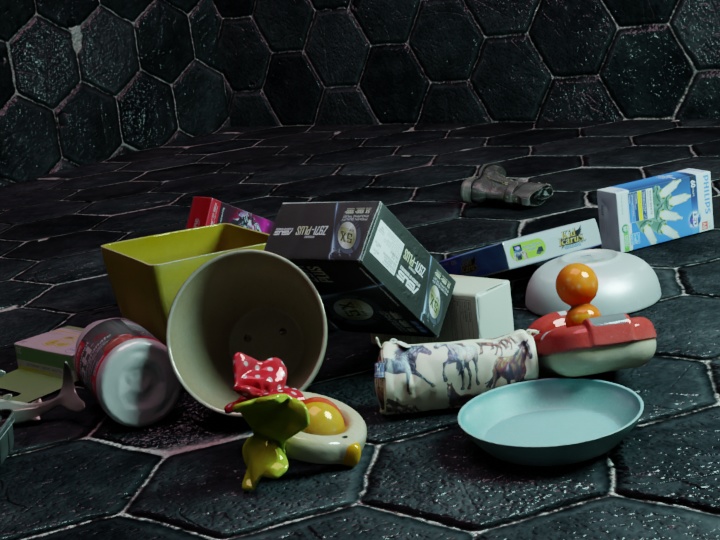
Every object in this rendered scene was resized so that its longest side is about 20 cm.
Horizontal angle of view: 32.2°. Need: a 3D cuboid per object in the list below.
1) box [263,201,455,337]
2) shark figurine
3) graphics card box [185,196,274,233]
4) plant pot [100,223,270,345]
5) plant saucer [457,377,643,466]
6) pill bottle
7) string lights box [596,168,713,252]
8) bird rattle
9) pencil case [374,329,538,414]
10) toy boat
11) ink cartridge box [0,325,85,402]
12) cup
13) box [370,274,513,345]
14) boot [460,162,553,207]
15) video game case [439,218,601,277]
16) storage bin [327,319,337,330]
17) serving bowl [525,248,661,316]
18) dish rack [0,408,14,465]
[{"bbox_3d":[0.000,0.000,1.593,0.162,0.200,0.087,2,62,37],"label":"box"},{"bbox_3d":[-0.460,0.184,1.583,0.212,0.129,0.090,8,36,-13],"label":"shark figurine"},{"bbox_3d":[-0.192,-0.029,1.976,0.050,0.127,0.199,5,-11,42],"label":"graphics card box"},{"bbox_3d":[-0.226,0.047,1.727,0.198,0.179,0.199,-12,15,-30],"label":"plant pot"},{"bbox_3d":[0.204,0.165,1.337,0.197,0.036,0.200,-7,13,2],"label":"plant saucer"},{"bbox_3d":[-0.308,0.123,1.615,0.110,0.112,0.200,-13,15,-23],"label":"pill bottle"},{"bbox_3d":[0.498,-0.103,2.108,0.198,0.104,0.059,-14,15,-23],"label":"string lights box"},{"bbox_3d":[-0.074,0.172,1.385,0.161,0.114,0.200,13,10,-6],"label":"bird rattle"},{"bbox_3d":[0.114,0.116,1.469,0.197,0.091,0.078,-6,13,2],"label":"pencil case"},{"bbox_3d":[0.264,0.057,1.487,0.129,0.133,0.200,-8,-5,-9],"label":"toy boat"},{"bbox_3d":[-0.452,0.133,1.789,0.144,0.049,0.199,6,17,40],"label":"ink cartridge box"},{"bbox_3d":[-0.130,0.086,1.567,0.198,0.203,0.143,-6,-10,6],"label":"cup"},{"bbox_3d":[0.106,0.058,1.699,0.198,0.096,0.077,7,19,42],"label":"box"},{"bbox_3d":[0.315,-0.167,2.572,0.172,0.070,0.200,7,23,28],"label":"boot"},{"bbox_3d":[0.246,-0.028,1.954,0.179,0.046,0.200,-13,-2,-28],"label":"video game case"},{"bbox_3d":[-0.065,0.018,1.904,0.199,0.146,0.135,8,47,45],"label":"storage bin"},{"bbox_3d":[0.336,0.011,1.821,0.197,0.067,0.200,-7,13,2],"label":"serving bowl"},{"bbox_3d":[-0.510,0.221,1.449,0.197,0.055,0.154,-7,13,2],"label":"dish rack"}]
